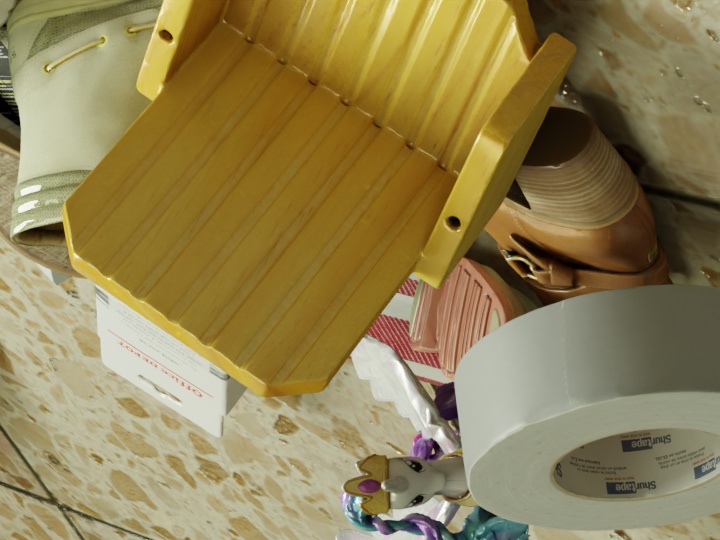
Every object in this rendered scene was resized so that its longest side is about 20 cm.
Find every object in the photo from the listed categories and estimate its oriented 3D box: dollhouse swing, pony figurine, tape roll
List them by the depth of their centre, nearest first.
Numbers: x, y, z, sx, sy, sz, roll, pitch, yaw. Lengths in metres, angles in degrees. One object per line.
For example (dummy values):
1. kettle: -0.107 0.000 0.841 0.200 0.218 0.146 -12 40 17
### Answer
1. dollhouse swing: -0.035 -0.071 1.448 0.200 0.176 0.182 34 138 9
2. tape roll: 0.154 0.080 1.573 0.199 0.066 0.200 -5 155 -2
3. pony figurine: 0.064 0.120 1.743 0.193 0.199 0.167 -177 83 -74

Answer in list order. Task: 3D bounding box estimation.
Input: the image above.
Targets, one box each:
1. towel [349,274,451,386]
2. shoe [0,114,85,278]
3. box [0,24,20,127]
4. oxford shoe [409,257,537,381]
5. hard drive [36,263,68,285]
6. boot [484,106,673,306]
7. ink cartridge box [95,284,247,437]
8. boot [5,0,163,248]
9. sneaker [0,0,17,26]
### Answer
1. towel: 0.000 0.000 1.826 0.144 0.023 0.200 16 148 38
2. shoe: -0.227 -0.070 1.777 0.200 0.053 0.070 37 123 -7
3. box: -0.191 -0.140 1.764 0.200 0.086 0.164 4 139 50
4. oxford shoe: 0.083 0.031 1.677 0.074 0.071 0.200 11 -174 -11
5. hard drive: -0.271 -0.093 1.960 0.200 0.027 0.132 45 159 24
6. boot: 0.085 -0.039 1.603 0.199 0.077 0.155 8 146 36
7. ink cartridge box: -0.123 0.026 1.979 0.116 0.067 0.200 32 154 12
8. boot: -0.104 -0.091 1.580 0.199 0.155 0.072 -7 157 11
9. sneaker: -0.256 -0.116 1.600 0.074 0.087 0.201 38 129 33
